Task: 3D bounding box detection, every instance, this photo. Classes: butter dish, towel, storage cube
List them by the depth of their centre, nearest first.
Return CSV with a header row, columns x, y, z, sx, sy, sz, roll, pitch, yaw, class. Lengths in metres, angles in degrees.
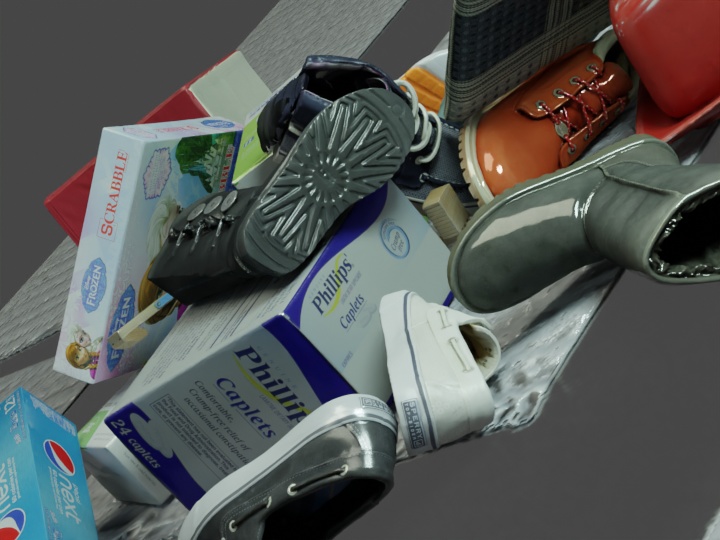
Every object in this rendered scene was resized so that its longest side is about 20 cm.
x,y,z,sx,sy,sz,roll,pitch,yaw,class
0.233,-0.204,1.375,0.199,0.148,0.200,-35,16,23,butter dish
0.140,-0.208,1.444,0.200,0.035,0.193,-33,-23,-17,towel
-0.146,-0.068,1.887,0.180,0.171,0.200,-37,5,20,storage cube

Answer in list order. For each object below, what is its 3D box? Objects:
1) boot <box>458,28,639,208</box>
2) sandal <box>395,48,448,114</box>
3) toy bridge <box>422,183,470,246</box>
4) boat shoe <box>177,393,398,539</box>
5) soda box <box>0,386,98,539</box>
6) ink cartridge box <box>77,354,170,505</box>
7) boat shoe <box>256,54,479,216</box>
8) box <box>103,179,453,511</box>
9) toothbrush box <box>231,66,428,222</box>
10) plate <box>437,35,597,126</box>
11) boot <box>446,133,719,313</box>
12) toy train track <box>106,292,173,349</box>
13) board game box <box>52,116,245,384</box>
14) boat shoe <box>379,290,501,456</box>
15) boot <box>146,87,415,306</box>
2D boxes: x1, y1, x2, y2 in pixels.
x,y,z,sx,sy,sz,roll,pitch,yaw,class
0.142,-0.112,1.504,0.107,0.075,0.200,-24,21,38,boot
0.033,-0.122,1.801,0.206,0.079,0.059,-41,17,13,sandal
0.000,0.000,1.546,0.199,0.067,0.027,-23,23,32,toy bridge
-0.044,0.154,1.239,0.200,0.070,0.066,-41,39,32,boat shoe
-0.243,0.182,1.536,0.068,0.064,0.200,-40,36,13,soda box
-0.130,0.090,1.634,0.200,0.067,0.117,-47,14,-20,ink cartridge box
0.030,-0.098,1.505,0.093,0.199,0.075,127,150,-60,boat shoe
-0.051,0.052,1.460,0.200,0.105,0.184,-31,17,39,box
-0.021,-0.072,1.661,0.086,0.146,0.200,-39,15,13,toothbrush box
0.121,-0.161,1.631,0.200,0.026,0.200,-38,-11,-8,plate
0.148,-0.016,1.213,0.181,0.073,0.200,-36,20,0,boot
-0.120,0.009,1.650,0.200,0.033,0.115,-39,4,-34,toy train track
-0.165,-0.021,1.685,0.199,0.041,0.201,-18,-57,-66,board game box
0.053,0.056,1.282,0.069,0.071,0.200,-13,13,2,boat shoe
-0.060,-0.050,1.466,0.165,0.066,0.200,-45,9,-22,boot
